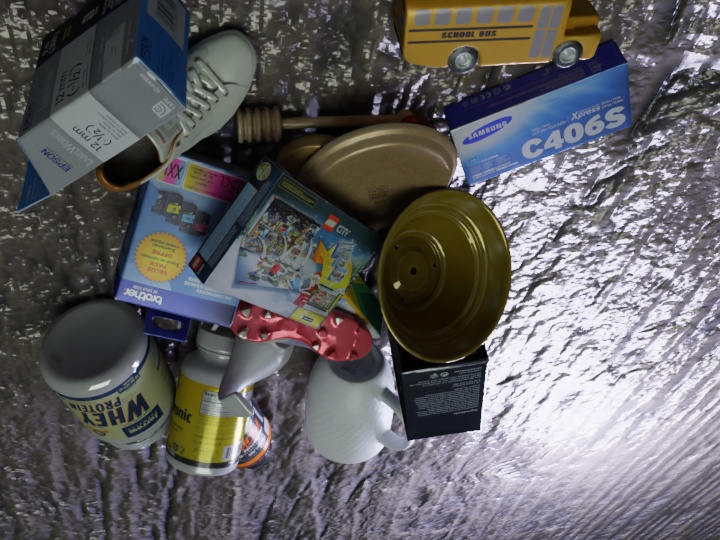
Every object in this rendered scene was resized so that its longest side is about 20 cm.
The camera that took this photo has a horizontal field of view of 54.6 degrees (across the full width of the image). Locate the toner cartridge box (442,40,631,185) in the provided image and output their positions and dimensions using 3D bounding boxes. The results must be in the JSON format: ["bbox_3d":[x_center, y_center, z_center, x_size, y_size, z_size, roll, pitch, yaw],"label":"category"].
[{"bbox_3d":[0.201,-0.174,0.791,0.197,0.044,0.095,-20,139,12],"label":"toner cartridge box"}]

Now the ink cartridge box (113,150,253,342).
[{"bbox_3d":[-0.190,-0.025,0.775,0.134,0.076,0.203,15,102,-23],"label":"ink cartridge box"}]

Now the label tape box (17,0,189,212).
[{"bbox_3d":[-0.248,-0.161,0.622,0.198,0.145,0.066,-25,140,17],"label":"label tape box"}]

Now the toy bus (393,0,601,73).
[{"bbox_3d":[0.132,-0.244,0.673,0.196,0.066,0.079,-5,140,-6],"label":"toy bus"}]

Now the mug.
[{"bbox_3d":[0.005,0.209,1.103,0.147,0.198,0.177,-41,151,-37],"label":"mug"}]

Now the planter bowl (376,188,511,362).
[{"bbox_3d":[0.084,0.004,0.848,0.198,0.204,0.083,17,176,-31],"label":"planter bowl"}]

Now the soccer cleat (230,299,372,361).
[{"bbox_3d":[-0.080,0.073,0.929,0.197,0.076,0.068,10,99,-18],"label":"soccer cleat"}]

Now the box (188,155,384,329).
[{"bbox_3d":[-0.072,-0.021,0.763,0.137,0.038,0.199,-53,144,6],"label":"box"}]

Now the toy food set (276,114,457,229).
[{"bbox_3d":[0.015,-0.108,0.802,0.197,0.049,0.198,-21,152,14],"label":"toy food set"}]

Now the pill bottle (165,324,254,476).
[{"bbox_3d":[-0.213,0.182,1.015,0.110,0.111,0.204,10,98,-24],"label":"pill bottle"}]

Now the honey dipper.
[{"bbox_3d":[-0.036,-0.161,0.763,0.196,0.038,0.038,-4,141,-14],"label":"honey dipper"}]

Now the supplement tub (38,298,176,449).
[{"bbox_3d":[-0.344,0.152,0.982,0.142,0.147,0.202,-9,141,-1],"label":"supplement tub"}]

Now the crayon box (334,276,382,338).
[{"bbox_3d":[-0.063,0.028,0.945,0.124,0.052,0.200,-6,146,25],"label":"crayon box"}]

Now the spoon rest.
[{"bbox_3d":[-0.145,0.121,0.955,0.060,0.201,0.100,-24,113,27],"label":"spoon rest"}]

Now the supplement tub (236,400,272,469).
[{"bbox_3d":[-0.214,0.266,1.185,0.105,0.108,0.201,-15,142,6],"label":"supplement tub"}]

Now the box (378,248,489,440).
[{"bbox_3d":[0.099,0.101,0.980,0.115,0.199,0.201,-9,142,0],"label":"box"}]

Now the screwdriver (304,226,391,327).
[{"bbox_3d":[0.000,0.000,0.879,0.029,0.201,0.028,41,165,-12],"label":"screwdriver"}]

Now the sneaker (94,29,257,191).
[{"bbox_3d":[-0.169,-0.145,0.658,0.200,0.085,0.073,-46,113,-1],"label":"sneaker"}]

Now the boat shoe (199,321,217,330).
[{"bbox_3d":[-0.197,-0.002,0.887,0.059,0.075,0.202,3,137,-16],"label":"boat shoe"}]
